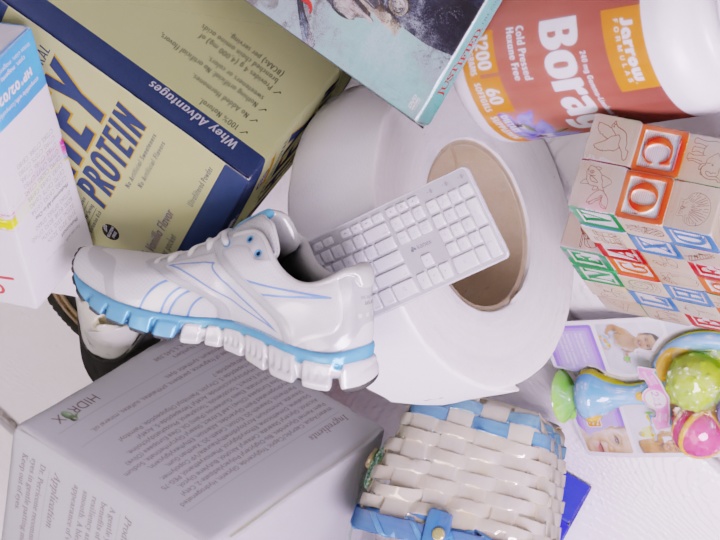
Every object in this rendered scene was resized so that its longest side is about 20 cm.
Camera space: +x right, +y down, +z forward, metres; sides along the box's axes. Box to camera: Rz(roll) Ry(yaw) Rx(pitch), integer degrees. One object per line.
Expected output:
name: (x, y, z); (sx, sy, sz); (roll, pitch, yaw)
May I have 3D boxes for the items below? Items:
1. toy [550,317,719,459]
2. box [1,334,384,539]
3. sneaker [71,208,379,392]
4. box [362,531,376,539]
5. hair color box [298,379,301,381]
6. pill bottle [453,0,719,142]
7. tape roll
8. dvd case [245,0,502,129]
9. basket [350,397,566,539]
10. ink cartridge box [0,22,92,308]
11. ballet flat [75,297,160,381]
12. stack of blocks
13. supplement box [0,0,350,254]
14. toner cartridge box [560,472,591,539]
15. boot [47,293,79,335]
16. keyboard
toy: (0.213, 0.086, 1.689); (0.199, 0.047, 0.116); (0, 127, 33)
box: (-0.117, 0.181, 1.747); (0.171, 0.200, 0.200); (28, 125, 26)
sneaker: (-0.074, 0.001, 1.513); (0.199, 0.075, 0.087); (15, 108, 21)
box: (-0.086, 0.245, 1.970); (0.199, 0.106, 0.153); (-2, 124, 33)
hair color box: (-0.086, 0.073, 1.859); (0.101, 0.061, 0.201); (32, 135, 7)
pill bottle: (0.156, -0.139, 1.490); (0.199, 0.112, 0.113); (-7, 122, 36)
tape roll: (0.046, -0.021, 1.596); (0.070, 0.203, 0.203); (-12, 118, 37)
dvd case: (-0.001, -0.196, 1.516); (0.200, 0.022, 0.147); (38, 104, 26)
basket: (0.063, 0.183, 1.715); (0.138, 0.202, 0.176); (8, 171, 12)
ink cartridge box: (-0.234, -0.050, 1.556); (0.114, 0.068, 0.201); (10, 131, 27)
ballet flat: (-0.152, 0.006, 1.769); (0.068, 0.068, 0.200); (52, 124, 25)
stack of blocks: (0.180, -0.024, 1.536); (0.114, 0.059, 0.200); (12, 166, 23)
supplement box: (-0.123, -0.128, 1.614); (0.199, 0.200, 0.134); (35, 137, 2)
toner cartridge box: (0.086, 0.203, 1.871); (0.095, 0.043, 0.201); (31, 136, 8)
boot: (-0.158, -0.036, 1.808); (0.137, 0.078, 0.201); (1, 127, 26)
keyboard: (0.000, 0.000, 1.502); (0.199, 0.011, 0.057); (-25, 87, 39)
